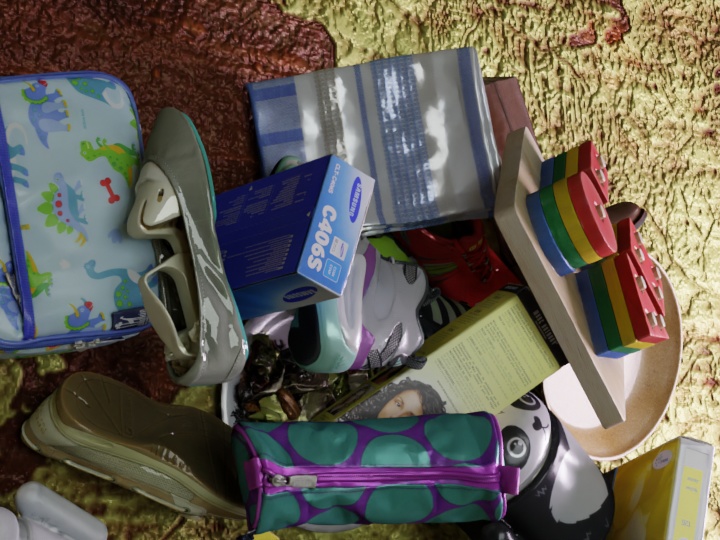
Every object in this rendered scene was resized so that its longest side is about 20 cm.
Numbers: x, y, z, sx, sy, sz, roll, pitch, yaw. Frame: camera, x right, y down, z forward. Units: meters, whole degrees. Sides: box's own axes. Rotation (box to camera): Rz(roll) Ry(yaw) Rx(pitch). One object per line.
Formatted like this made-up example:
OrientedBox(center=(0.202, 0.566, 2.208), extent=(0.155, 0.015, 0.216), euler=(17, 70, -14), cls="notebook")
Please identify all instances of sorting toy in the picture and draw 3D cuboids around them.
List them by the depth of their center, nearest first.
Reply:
OrientedBox(center=(0.188, -0.009, 1.235), extent=(0.200, 0.069, 0.199), euler=(61, 19, -17), cls="sorting toy")

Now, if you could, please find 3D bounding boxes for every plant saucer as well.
OrientedBox(center=(0.224, 0.075, 1.406), extent=(0.200, 0.035, 0.201), euler=(-5, 97, -40), cls="plant saucer")

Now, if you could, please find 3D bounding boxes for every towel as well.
OrientedBox(center=(0.014, -0.102, 1.245), extent=(0.199, 0.024, 0.147), euler=(-9, 84, -3), cls="towel")

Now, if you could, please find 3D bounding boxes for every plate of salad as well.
OrientedBox(center=(-0.022, 0.111, 1.226), extent=(0.200, 0.048, 0.201), euler=(8, 77, -36), cls="plate of salad")

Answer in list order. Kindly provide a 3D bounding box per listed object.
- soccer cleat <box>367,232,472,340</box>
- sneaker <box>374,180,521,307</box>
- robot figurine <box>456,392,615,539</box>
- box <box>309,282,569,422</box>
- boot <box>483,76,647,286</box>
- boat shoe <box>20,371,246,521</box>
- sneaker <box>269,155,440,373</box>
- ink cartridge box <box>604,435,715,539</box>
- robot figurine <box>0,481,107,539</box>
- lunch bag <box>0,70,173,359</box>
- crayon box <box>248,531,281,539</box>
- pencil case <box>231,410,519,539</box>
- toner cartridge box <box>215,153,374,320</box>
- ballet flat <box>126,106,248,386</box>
OrientedBox(center=(0.059, 0.050, 1.279), extent=(0.200, 0.067, 0.081), euler=(37, 43, -25), cls="soccer cleat")
OrientedBox(center=(0.083, -0.015, 1.307), extent=(0.200, 0.085, 0.077), euler=(42, 60, -22), cls="sneaker")
OrientedBox(center=(0.137, 0.181, 1.272), extent=(0.125, 0.150, 0.200), euler=(-44, 120, -5), cls="robot figurine")
OrientedBox(center=(0.062, 0.095, 1.185), extent=(0.200, 0.050, 0.075), euler=(-35, 100, -10), cls="box")
OrientedBox(center=(0.171, -0.105, 1.412), extent=(0.186, 0.064, 0.201), euler=(-25, 92, -40), cls="boot")
OrientedBox(center=(-0.152, 0.140, 1.120), extent=(0.200, 0.063, 0.073), euler=(27, 38, -35), cls="boat shoe")
OrientedBox(center=(0.000, 0.000, 1.186), extent=(0.139, 0.078, 0.200), euler=(7, 51, -29), cls="sneaker")
OrientedBox(center=(0.232, 0.260, 1.296), extent=(0.047, 0.198, 0.201), euler=(19, 67, -9), cls="ink cartridge box")
OrientedBox(center=(-0.225, 0.228, 1.008), extent=(0.200, 0.113, 0.170), euler=(33, 53, -28), cls="robot figurine")
OrientedBox(center=(-0.228, -0.039, 1.083), extent=(0.160, 0.082, 0.201), euler=(-5, 83, -35), cls="lunch bag")
OrientedBox(center=(-0.048, 0.298, 1.166), extent=(0.200, 0.051, 0.127), euler=(43, 58, -23), cls="crayon box")
OrientedBox(center=(0.007, 0.148, 1.102), extent=(0.199, 0.092, 0.085), euler=(-2, 90, -13), cls="pencil case")
OrientedBox(center=(-0.076, -0.016, 1.115), extent=(0.043, 0.200, 0.095), euler=(28, 65, -31), cls="toner cartridge box")
OrientedBox(center=(-0.129, -0.016, 1.060), extent=(0.064, 0.067, 0.201), euler=(-12, 86, -35), cls="ballet flat")
